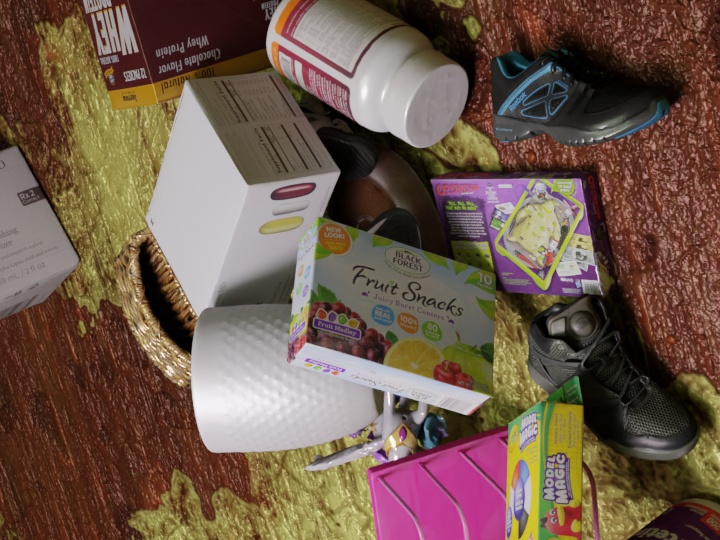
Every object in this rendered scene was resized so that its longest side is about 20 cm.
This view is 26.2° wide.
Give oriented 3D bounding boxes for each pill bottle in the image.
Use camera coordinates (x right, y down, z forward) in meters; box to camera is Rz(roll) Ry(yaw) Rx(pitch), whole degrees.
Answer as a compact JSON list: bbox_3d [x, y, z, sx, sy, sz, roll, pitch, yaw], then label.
[{"bbox_3d":[0.007,-0.206,1.548,0.200,0.109,0.110,35,133,33],"label":"pill bottle"},{"bbox_3d":[0.275,0.300,1.432,0.112,0.199,0.113,26,128,38],"label":"pill bottle"}]

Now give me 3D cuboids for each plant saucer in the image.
[{"bbox_3d":[0.022,-0.037,1.665,0.200,0.032,0.202,36,137,42],"label":"plant saucer"}]

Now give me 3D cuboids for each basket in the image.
[{"bbox_3d":[-0.201,0.027,1.891,0.149,0.142,0.201,-33,84,53],"label":"basket"}]

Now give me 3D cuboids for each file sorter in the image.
[{"bbox_3d":[0.128,0.257,1.556,0.125,0.199,0.140,-142,40,-62],"label":"file sorter"}]

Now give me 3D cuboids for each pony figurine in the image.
[{"bbox_3d":[0.031,0.177,1.691,0.193,0.165,0.202,158,115,-78],"label":"pony figurine"}]

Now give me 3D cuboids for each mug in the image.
[{"bbox_3d":[-0.063,0.118,1.579,0.200,0.174,0.149,70,-161,-60],"label":"mug"}]

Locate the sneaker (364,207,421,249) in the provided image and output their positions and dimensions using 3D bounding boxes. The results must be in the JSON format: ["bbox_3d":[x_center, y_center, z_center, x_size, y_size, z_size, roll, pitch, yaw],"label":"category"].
[{"bbox_3d":[0.000,0.000,1.619,0.085,0.074,0.201,-103,32,-44],"label":"sneaker"}]

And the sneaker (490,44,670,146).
[{"bbox_3d":[0.188,-0.159,1.391,0.199,0.073,0.083,5,112,47],"label":"sneaker"}]

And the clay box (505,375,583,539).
[{"bbox_3d":[0.169,0.205,1.436,0.115,0.047,0.202,121,152,-70],"label":"clay box"}]

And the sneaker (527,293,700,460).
[{"bbox_3d":[0.232,0.097,1.457,0.199,0.076,0.115,39,158,36],"label":"sneaker"}]

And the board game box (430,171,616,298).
[{"bbox_3d":[0.159,-0.037,1.527,0.199,0.032,0.121,4,117,48],"label":"board game box"}]

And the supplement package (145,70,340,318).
[{"bbox_3d":[-0.127,-0.077,1.603,0.156,0.110,0.201,58,143,32],"label":"supplement package"}]

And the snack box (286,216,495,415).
[{"bbox_3d":[0.033,0.045,1.503,0.053,0.199,0.143,-47,32,50],"label":"snack box"}]

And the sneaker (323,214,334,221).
[{"bbox_3d":[-0.084,-0.014,1.751,0.078,0.086,0.200,68,161,6],"label":"sneaker"}]

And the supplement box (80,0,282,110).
[{"bbox_3d":[-0.184,-0.296,1.637,0.132,0.196,0.202,4,113,59],"label":"supplement box"}]

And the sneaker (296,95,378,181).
[{"bbox_3d":[-0.040,-0.151,1.646,0.199,0.089,0.074,13,151,51],"label":"sneaker"}]

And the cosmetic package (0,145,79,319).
[{"bbox_3d":[-0.544,-0.041,2.239,0.165,0.164,0.201,-36,83,51],"label":"cosmetic package"}]
